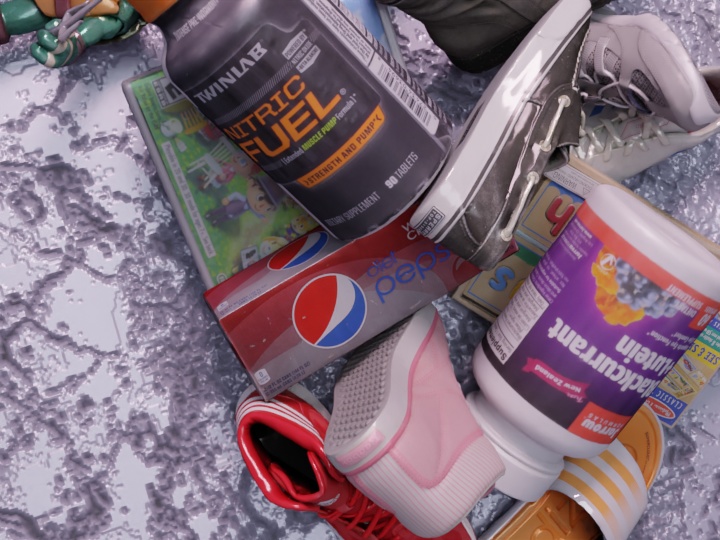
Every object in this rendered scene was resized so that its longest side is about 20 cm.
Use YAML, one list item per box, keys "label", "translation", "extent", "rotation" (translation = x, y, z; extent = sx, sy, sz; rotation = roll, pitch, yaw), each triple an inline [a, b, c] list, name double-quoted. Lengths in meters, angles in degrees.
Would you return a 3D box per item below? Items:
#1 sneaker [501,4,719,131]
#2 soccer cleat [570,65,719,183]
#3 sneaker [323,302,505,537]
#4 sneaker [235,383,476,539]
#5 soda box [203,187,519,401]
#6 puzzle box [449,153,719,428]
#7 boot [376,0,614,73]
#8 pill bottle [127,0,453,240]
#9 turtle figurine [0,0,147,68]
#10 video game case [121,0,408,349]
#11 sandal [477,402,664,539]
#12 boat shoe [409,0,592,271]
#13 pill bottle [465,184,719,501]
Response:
- label: "sneaker"
  translation: [0.169, -0.133, 0.745]
  extent: [0.082, 0.200, 0.075]
  rotation: [-42, 124, 2]
- label: "soccer cleat"
  translation: [0.189, -0.101, 0.784]
  extent: [0.199, 0.086, 0.070]
  rotation: [-27, 92, -12]
- label: "sneaker"
  translation: [0.040, 0.096, 0.697]
  extent: [0.075, 0.200, 0.105]
  rotation: [-41, 101, 21]
- label: "sneaker"
  translation: [-0.007, 0.156, 0.703]
  extent: [0.200, 0.116, 0.079]
  rotation: [35, 97, -2]
- label: "soda box"
  translation: [0.000, 0.000, 0.716]
  extent: [0.199, 0.063, 0.070]
  rotation: [-30, 111, -9]
- label: "puzzle box"
  translation: [0.181, 0.013, 0.778]
  extent: [0.199, 0.025, 0.133]
  rotation: [30, 107, -9]
- label: "boot"
  translation: [0.111, -0.211, 0.694]
  extent: [0.200, 0.131, 0.068]
  rotation: [-34, 63, 17]
- label: "pill bottle"
  translation: [-0.045, -0.119, 0.643]
  extent: [0.200, 0.106, 0.106]
  rotation: [43, 79, -23]
- label: "turtle figurine"
  translation: [-0.189, -0.186, 0.696]
  extent: [0.199, 0.101, 0.150]
  rotation: [-1, 68, 9]
- label: "video game case"
  translation: [-0.039, -0.067, 0.730]
  extent: [0.181, 0.022, 0.201]
  rotation: [-24, 111, -11]
- label: "sandal"
  translation: [0.151, 0.182, 0.765]
  extent: [0.207, 0.059, 0.079]
  rotation: [-46, 102, -7]
- label: "boat shoe"
  translation: [0.103, -0.089, 0.673]
  extent: [0.064, 0.071, 0.200]
  rotation: [34, 70, -5]
- label: "pill bottle"
  translation: [0.145, 0.053, 0.720]
  extent: [0.111, 0.111, 0.200]
  rotation: [32, 107, -8]
